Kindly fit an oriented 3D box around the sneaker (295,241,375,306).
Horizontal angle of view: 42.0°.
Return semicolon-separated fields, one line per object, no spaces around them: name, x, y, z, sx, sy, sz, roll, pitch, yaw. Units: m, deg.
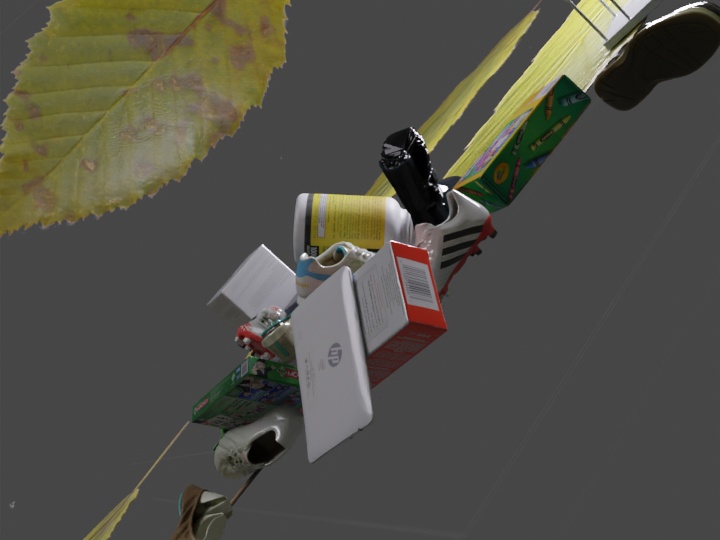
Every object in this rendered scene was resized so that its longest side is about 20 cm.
sneaker;0.000;0.000;1.354;0.199;0.081;0.076;-13;22;-30

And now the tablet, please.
tablet;-0.037;0.109;1.092;0.130;0.014;0.201;-41;48;41

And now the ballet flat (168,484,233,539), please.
ballet flat;-0.207;0.332;1.232;0.072;0.068;0.200;-27;10;6

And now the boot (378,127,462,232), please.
boot;0.101;-0.138;1.372;0.076;0.169;0.200;-13;27;27

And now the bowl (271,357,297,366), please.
bowl;-0.051;0.088;1.503;0.200;0.075;0.200;-47;8;8

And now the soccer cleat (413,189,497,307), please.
soccer cleat;0.087;-0.011;1.158;0.200;0.085;0.069;-51;8;-15

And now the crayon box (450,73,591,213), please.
crayon box;0.220;-0.170;1.304;0.200;0.058;0.119;-50;7;-14

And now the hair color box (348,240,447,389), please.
hair color box;0.009;0.068;1.107;0.200;0.064;0.112;-41;48;39

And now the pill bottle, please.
pill bottle;-0.001;-0.060;1.456;0.112;0.198;0.113;2;-90;-88

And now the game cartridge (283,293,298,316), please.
game cartridge;-0.050;-0.001;1.560;0.200;0.038;0.130;-52;3;-30

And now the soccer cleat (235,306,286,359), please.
soccer cleat;-0.147;0.092;1.452;0.085;0.068;0.200;-54;3;-10

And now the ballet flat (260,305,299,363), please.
ballet flat;-0.090;0.090;1.330;0.067;0.062;0.200;-41;-1;17

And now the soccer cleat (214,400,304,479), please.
soccer cleat;-0.151;0.248;1.302;0.200;0.069;0.078;-39;14;38

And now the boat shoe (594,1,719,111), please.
boat shoe;0.324;-0.241;1.011;0.066;0.072;0.201;-56;5;-20

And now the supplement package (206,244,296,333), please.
supplement package;-0.151;0.074;1.661;0.121;0.200;0.120;-51;8;-24

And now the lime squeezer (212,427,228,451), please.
lime squeezer;-0.243;0.301;1.677;0.071;0.038;0.200;-50;8;-10

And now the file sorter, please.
file sorter;0.418;-0.468;1.432;0.200;0.124;0.139;-44;8;36

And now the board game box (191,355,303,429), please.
board game box;-0.137;0.182;1.316;0.200;0.134;0.029;-40;43;48
